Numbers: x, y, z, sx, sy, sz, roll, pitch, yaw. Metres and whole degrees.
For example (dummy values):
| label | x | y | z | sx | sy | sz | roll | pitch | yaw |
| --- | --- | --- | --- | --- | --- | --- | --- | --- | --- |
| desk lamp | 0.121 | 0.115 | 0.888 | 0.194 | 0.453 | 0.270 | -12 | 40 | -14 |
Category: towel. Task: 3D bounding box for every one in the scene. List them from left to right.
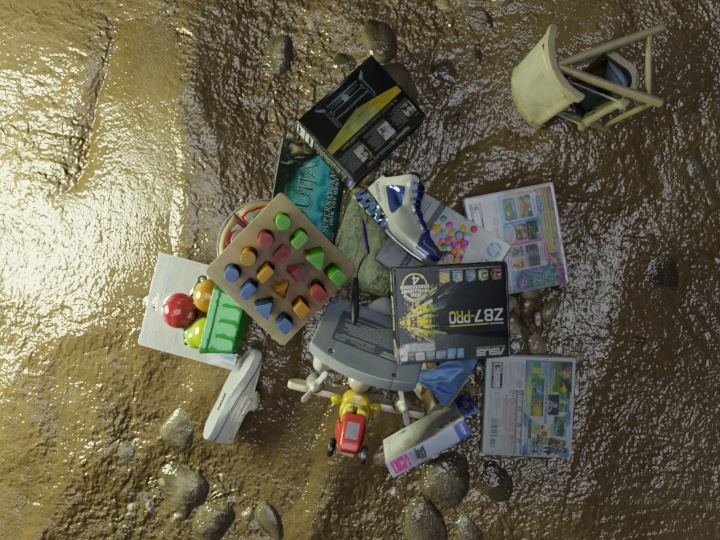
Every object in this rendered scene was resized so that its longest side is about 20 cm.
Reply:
| label | x | y | z | sx | sy | sz | roll | pitch | yaw |
| --- | --- | --- | --- | --- | --- | --- | --- | --- | --- |
| towel | 0.021 | -0.057 | 1.007 | 0.146 | 0.036 | 0.203 | 15 | 91 | -1 |

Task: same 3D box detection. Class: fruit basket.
| label | x | y | z | sx | sy | sz | roll | pitch | yaw |
| --- | --- | --- | --- | --- | --- | --- | --- | --- | --- |
| fruit basket | -0.317 | 0.079 | 0.997 | 0.197 | 0.094 | 0.188 | 14 | 92 | 9 |

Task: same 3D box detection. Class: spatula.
| label | x | y | z | sx | sy | sz | roll | pitch | yaw |
| --- | --- | --- | --- | --- | --- | --- | --- | --- | --- |
| spatula | 0.000 | 0.000 | 0.938 | 0.020 | 0.057 | 0.203 | 6 | 74 | 11 |

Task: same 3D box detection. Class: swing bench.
| label | x | y | z | sx | sy | sz | roll | pitch | yaw |
| --- | --- | --- | --- | --- | --- | --- | --- | --- | --- |
| swing bench | 0.390 | -0.332 | 0.913 | 0.197 | 0.199 | 0.132 | 0 | 93 | 1 |

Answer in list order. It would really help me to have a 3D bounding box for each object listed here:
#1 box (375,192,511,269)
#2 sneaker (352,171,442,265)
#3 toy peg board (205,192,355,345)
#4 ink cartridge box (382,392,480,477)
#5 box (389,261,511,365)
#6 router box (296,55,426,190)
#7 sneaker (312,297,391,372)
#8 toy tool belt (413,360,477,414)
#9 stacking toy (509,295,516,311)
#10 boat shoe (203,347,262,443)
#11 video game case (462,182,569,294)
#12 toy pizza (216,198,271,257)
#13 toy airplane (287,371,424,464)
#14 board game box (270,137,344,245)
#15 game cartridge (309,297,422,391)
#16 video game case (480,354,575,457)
| label | x | y | z | sx | sy | sz | roll | pitch | yaw |
| --- | --- | --- | --- | --- | --- | --- | --- | --- | --- |
| box | 0.150 | -0.030 | 0.944 | 0.199 | 0.041 | 0.157 | 35 | 91 | 16 |
| sneaker | 0.085 | -0.109 | 0.912 | 0.115 | 0.080 | 0.200 | -46 | 68 | 6 |
| toy peg board | -0.136 | 0.005 | 0.900 | 0.199 | 0.098 | 0.200 | -45 | 103 | -2 |
| ink cartridge box | 0.138 | 0.312 | 0.980 | 0.199 | 0.119 | 0.042 | -32 | 91 | 1 |
| box | 0.151 | 0.070 | 0.870 | 0.197 | 0.049 | 0.164 | -2 | 93 | -6 |
| router box | 0.002 | -0.279 | 0.970 | 0.200 | 0.052 | 0.157 | -44 | 92 | -11 |
| sneaker | -0.005 | 0.139 | 0.986 | 0.200 | 0.070 | 0.081 | -38 | 61 | 3 |
| toy tool belt | 0.170 | 0.169 | 0.970 | 0.124 | 0.123 | 0.201 | 32 | 92 | -8 |
| stacking toy | 0.196 | 0.029 | 0.983 | 0.199 | 0.085 | 0.086 | 39 | 92 | 16 |
| boat shoe | -0.234 | 0.252 | 1.013 | 0.069 | 0.071 | 0.202 | 28 | 88 | -28 |
| video game case | 0.306 | -0.058 | 1.013 | 0.179 | 0.024 | 0.203 | -10 | 92 | 1 |
| toy pizza | -0.172 | -0.044 | 0.977 | 0.197 | 0.032 | 0.203 | 3 | 77 | -15 |
| toy airplane | -0.006 | 0.233 | 0.943 | 0.198 | 0.198 | 0.143 | -9 | 122 | -40 |
| board game box | -0.102 | -0.140 | 0.976 | 0.133 | 0.028 | 0.203 | 10 | 81 | -14 |
| game cartridge | 0.017 | 0.134 | 0.912 | 0.198 | 0.134 | 0.041 | 20 | 137 | 6 |
| video game case | 0.335 | 0.271 | 1.027 | 0.179 | 0.022 | 0.203 | 2 | 92 | 0 |
